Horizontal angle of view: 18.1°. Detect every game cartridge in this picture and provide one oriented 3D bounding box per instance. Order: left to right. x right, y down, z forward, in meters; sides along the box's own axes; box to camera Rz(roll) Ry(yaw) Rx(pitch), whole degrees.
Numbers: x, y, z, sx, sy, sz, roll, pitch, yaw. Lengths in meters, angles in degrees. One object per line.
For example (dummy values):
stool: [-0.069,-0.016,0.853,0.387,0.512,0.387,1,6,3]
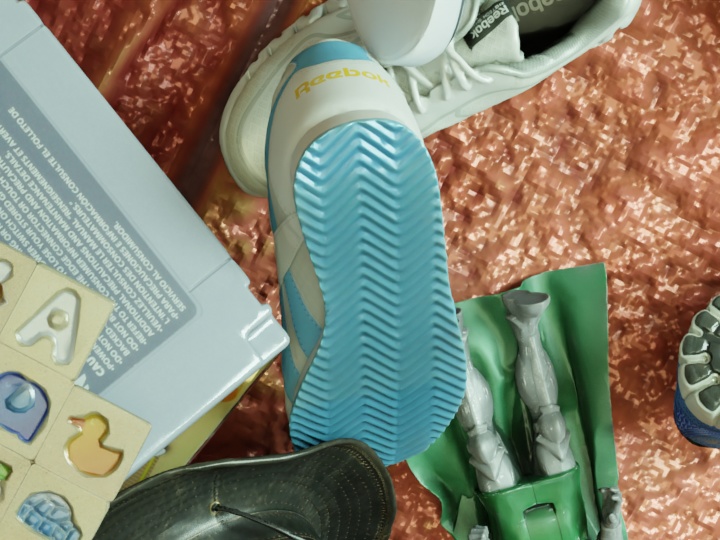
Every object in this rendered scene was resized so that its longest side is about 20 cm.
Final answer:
game cartridge: [-0.138,-0.010,0.875,0.133,0.042,0.200,-39,92,-16]

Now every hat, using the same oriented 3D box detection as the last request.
hat: [-0.054,0.161,0.935,0.200,0.201,0.081,-40,57,4]

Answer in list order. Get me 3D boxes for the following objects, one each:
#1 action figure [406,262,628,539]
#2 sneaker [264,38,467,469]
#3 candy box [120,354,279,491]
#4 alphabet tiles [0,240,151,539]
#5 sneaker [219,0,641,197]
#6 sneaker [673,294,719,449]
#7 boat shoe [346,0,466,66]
action figure: [0.079,0.109,1.005,0.118,0.055,0.201,-16,104,0]
sneaker: [0.000,0.000,0.929,0.076,0.081,0.200,-6,130,-9]
candy box: [-0.145,0.011,0.968,0.200,0.055,0.116,39,96,-10]
alphabet tiles: [-0.181,0.076,0.835,0.166,0.006,0.200,28,91,-6]
sneaker: [0.030,-0.091,0.950,0.200,0.081,0.075,-29,103,3]
sneaker: [0.216,0.018,0.991,0.200,0.089,0.079,-24,74,-16]
boat shoe: [0.037,-0.178,0.921,0.068,0.072,0.201,9,74,-37]
